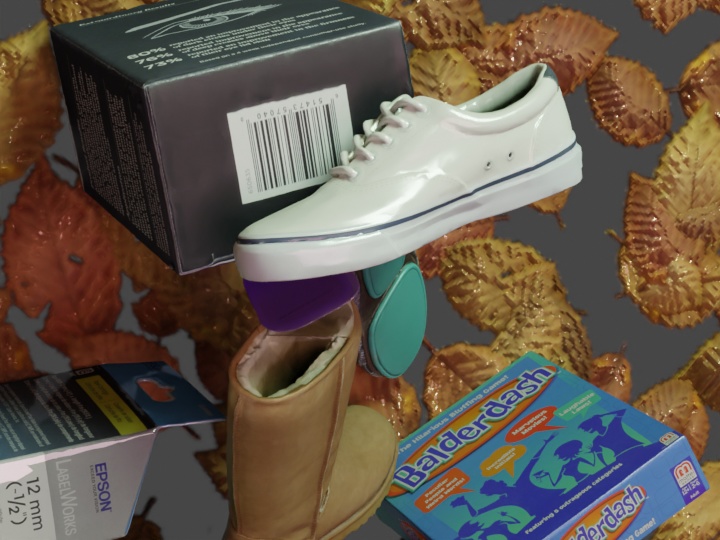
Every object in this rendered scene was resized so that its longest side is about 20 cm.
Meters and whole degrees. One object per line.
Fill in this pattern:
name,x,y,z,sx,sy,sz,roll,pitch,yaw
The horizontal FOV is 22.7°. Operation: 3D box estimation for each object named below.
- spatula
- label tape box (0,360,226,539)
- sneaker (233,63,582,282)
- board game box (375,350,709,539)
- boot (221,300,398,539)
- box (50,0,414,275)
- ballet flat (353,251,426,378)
spatula,-0.049,-0.016,1.026,0.056,0.200,0.021,-29,114,-2
label tape box,-0.188,0.111,1.027,0.198,0.143,0.067,-9,105,-20
sneaker,0.020,-0.052,0.903,0.199,0.073,0.071,-22,106,-26
board game box,0.101,0.132,1.124,0.152,0.200,0.045,-34,112,-13
boot,-0.021,0.087,1.056,0.175,0.066,0.201,-50,158,-41
box,-0.073,-0.088,0.997,0.147,0.200,0.105,-16,111,-18
ballet flat,0.000,0.000,1.102,0.072,0.072,0.201,-35,155,-12
